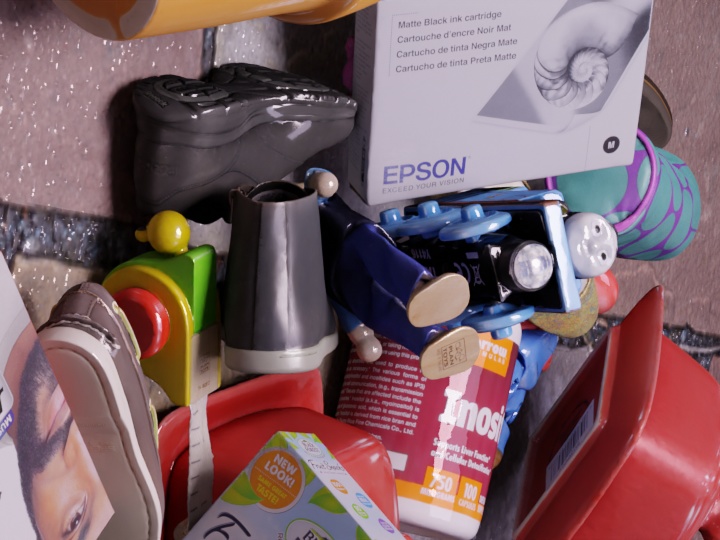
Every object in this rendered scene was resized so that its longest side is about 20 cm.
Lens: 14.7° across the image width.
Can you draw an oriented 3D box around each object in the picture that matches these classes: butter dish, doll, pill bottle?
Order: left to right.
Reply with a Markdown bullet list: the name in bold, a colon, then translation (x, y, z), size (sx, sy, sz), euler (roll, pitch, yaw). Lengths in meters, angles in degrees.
- **butter dish**: translation (-0.032, 0.175, 1.736), size (0.200, 0.147, 0.200), euler (-17, 113, -58)
- **doll**: translation (0.000, 0.000, 1.720), size (0.048, 0.200, 0.137), euler (-26, 126, -19)
- **pill bottle**: translation (0.045, 0.075, 1.882), size (0.113, 0.113, 0.201), euler (27, 74, -59)
- **butter dish**: translation (0.211, 0.151, 2.041), size (0.200, 0.148, 0.200), euler (-57, -171, 32)

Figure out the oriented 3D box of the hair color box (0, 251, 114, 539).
- **hair color box**: translation (-0.210, 0.095, 1.487), size (0.111, 0.064, 0.200), euler (-58, 144, -37)

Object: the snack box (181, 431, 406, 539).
- **snack box**: translation (-0.057, 0.213, 1.617), size (0.200, 0.142, 0.053), euler (-49, 158, 15)

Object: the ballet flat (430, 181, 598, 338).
- **ballet flat**: translation (0.113, -0.026, 1.947), size (0.200, 0.071, 0.071), euler (48, 51, -21)

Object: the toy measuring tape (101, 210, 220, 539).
- **toy measuring tape**: translation (-0.120, 0.060, 1.634), size (0.074, 0.073, 0.201), euler (-27, 123, -55)

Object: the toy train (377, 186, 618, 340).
- **toy train**: translation (0.080, -0.010, 1.745), size (0.114, 0.200, 0.087), euler (-18, 98, -26)

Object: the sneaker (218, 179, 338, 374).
- **sneaker**: translation (-0.047, -0.005, 1.673), size (0.200, 0.075, 0.107), euler (-117, -151, -82)

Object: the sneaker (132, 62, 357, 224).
- **sneaker**: translation (-0.076, -0.075, 1.688), size (0.200, 0.076, 0.091), euler (-11, 117, -53)

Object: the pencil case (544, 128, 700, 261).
- **pencil case**: translation (0.191, -0.058, 2.016), size (0.200, 0.085, 0.093), euler (19, 51, -74)

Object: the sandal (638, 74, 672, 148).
- **sandal**: translation (0.169, -0.131, 2.072), size (0.200, 0.081, 0.055), euler (47, 35, -51)

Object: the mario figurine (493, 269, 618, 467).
- **mario figurine**: translation (0.106, 0.044, 2.045), size (0.106, 0.123, 0.200), euler (39, 64, -10)

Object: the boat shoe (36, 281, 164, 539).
- **boat shoe**: translation (-0.147, 0.097, 1.592), size (0.060, 0.072, 0.200), euler (-72, 159, -47)

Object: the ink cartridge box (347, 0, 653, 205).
- **ink cartridge box**: translation (0.091, -0.149, 1.764), size (0.199, 0.041, 0.201), euler (-10, 120, -21)

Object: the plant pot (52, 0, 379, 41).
- **plant pot**: translation (-0.084, -0.214, 1.525), size (0.183, 0.200, 0.201), euler (-29, 123, -36)

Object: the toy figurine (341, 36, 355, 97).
- **toy figurine**: translation (0.039, -0.170, 1.808), size (0.200, 0.150, 0.185), euler (7, 101, -53)
